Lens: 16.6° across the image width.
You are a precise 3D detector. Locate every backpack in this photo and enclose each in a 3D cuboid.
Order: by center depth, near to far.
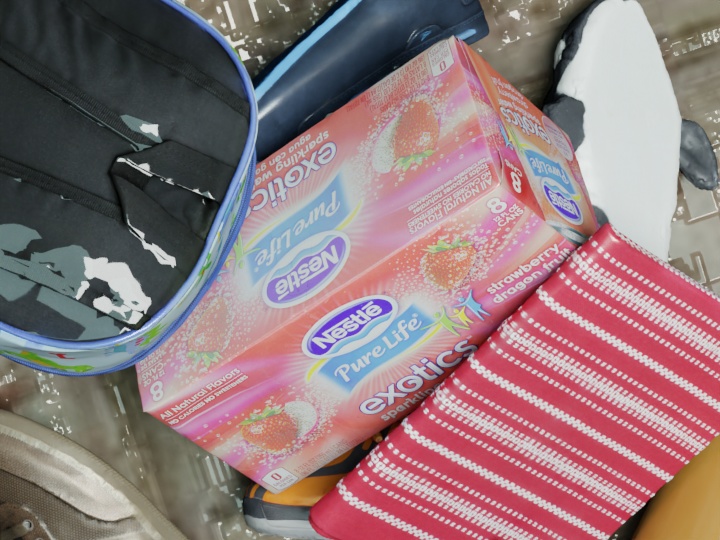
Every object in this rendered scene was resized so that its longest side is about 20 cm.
[{"bbox_3d":[-0.147,-0.051,1.071,0.199,0.147,0.184,25,76,4],"label":"backpack"}]

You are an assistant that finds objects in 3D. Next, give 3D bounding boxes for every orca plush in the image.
[{"bbox_3d":[0.119,-0.027,1.200,0.105,0.071,0.201,-17,88,-34],"label":"orca plush"}]

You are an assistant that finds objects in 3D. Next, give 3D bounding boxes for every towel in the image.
[{"bbox_3d":[0.086,0.073,1.120,0.144,0.023,0.200,29,115,-38],"label":"towel"}]

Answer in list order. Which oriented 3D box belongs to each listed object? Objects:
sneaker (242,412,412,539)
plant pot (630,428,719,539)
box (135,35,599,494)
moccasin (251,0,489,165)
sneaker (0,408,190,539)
[{"bbox_3d":[0.035,0.067,1.195,0.199,0.078,0.113,-8,91,-16],"label":"sneaker"},{"bbox_3d":[0.196,0.168,1.169,0.199,0.200,0.184,18,77,-8],"label":"plant pot"},{"bbox_3d":[0.000,0.000,1.112,0.200,0.095,0.103,-32,137,20],"label":"box"},{"bbox_3d":[-0.020,-0.071,1.166,0.200,0.080,0.068,-43,98,-1],"label":"moccasin"},{"bbox_3d":[-0.124,0.147,1.166,0.200,0.070,0.076,40,61,-10],"label":"sneaker"}]
